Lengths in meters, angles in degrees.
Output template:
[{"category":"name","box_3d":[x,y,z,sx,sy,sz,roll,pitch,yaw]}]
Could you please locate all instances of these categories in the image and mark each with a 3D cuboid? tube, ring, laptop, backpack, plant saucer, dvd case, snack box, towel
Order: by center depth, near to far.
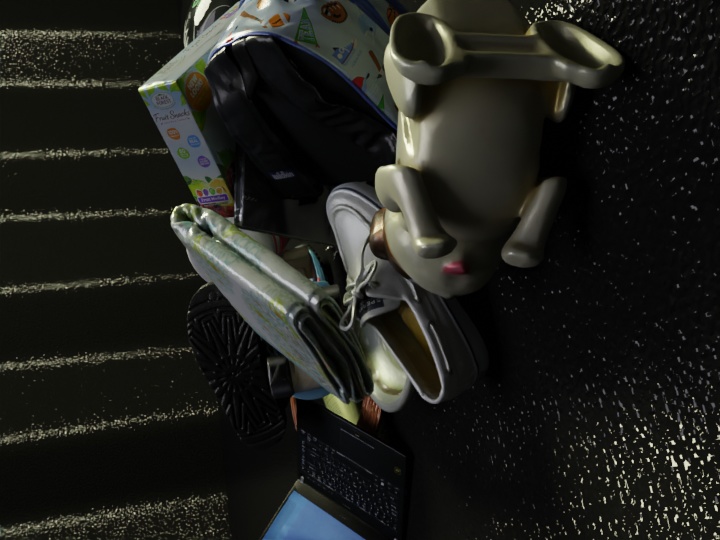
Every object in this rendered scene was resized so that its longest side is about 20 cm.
[{"category":"backpack","box_3d":[-0.029,-0.167,0.660,0.198,0.189,0.157,-7,60,46]},{"category":"towel","box_3d":[-0.079,0.030,0.717,0.199,0.048,0.172,33,160,34]},{"category":"snack box","box_3d":[-0.120,-0.168,0.762,0.144,0.052,0.201,66,-146,-32]},{"category":"plant saucer","box_3d":[0.037,0.037,0.767,0.200,0.049,0.205,175,90,-71]},{"category":"dvd case","box_3d":[-0.056,-0.106,0.784,0.016,0.199,0.152,-4,82,33]},{"category":"laptop","box_3d":[-0.044,0.280,0.885,0.175,0.103,0.204,21,121,36]},{"category":"ring","box_3d":[-0.029,0.148,0.960,0.199,0.019,0.205,-10,78,52]},{"category":"tube","box_3d":[-0.016,0.191,0.991,0.058,0.051,0.202,39,-157,-50]}]

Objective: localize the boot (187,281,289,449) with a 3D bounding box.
[{"category":"boot","box_3d":[-0.141,0.098,0.934,0.158,0.078,0.215,-88,-17,-74]}]

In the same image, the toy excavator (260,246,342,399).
[{"category":"toy excavator","box_3d":[-0.070,0.057,0.926,0.200,0.098,0.198,105,154,-81]}]

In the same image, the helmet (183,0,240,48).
[{"category":"helmet","box_3d":[-0.161,-0.333,1.120,0.192,0.197,0.202,-58,37,35]}]

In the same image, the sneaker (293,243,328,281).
[{"category":"sneaker","box_3d":[-0.093,0.063,1.117,0.079,0.094,0.204,-173,79,-71]}]

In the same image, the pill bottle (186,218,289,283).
[{"category":"pill bottle","box_3d":[-0.140,-0.069,0.994,0.201,0.110,0.114,-66,-15,-57]}]

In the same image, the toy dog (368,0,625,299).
[{"category":"toy dog","box_3d":[0.062,-0.074,0.527,0.195,0.137,0.203,-116,26,-50]}]

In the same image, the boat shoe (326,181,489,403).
[{"category":"boat shoe","box_3d":[0.017,0.021,0.623,0.204,0.085,0.075,58,138,8]}]

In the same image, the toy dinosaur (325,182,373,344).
[{"category":"toy dinosaur","box_3d":[0.000,0.000,0.892,0.088,0.047,0.204,-8,84,59]}]
